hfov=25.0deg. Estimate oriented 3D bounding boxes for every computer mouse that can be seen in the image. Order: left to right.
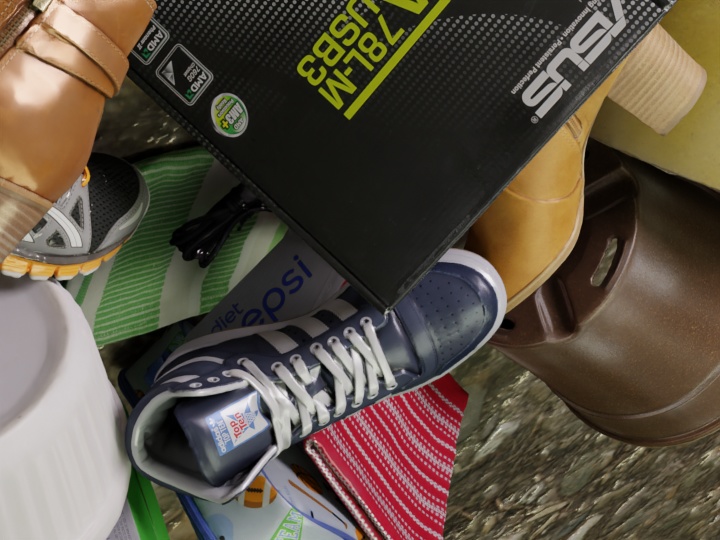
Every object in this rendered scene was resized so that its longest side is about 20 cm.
[{"bbox_3d":[-0.019,-0.023,0.966,0.110,0.044,0.200,-48,145,9],"label":"computer mouse"}]

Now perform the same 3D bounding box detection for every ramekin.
[{"bbox_3d":[-0.213,0.070,0.785,0.202,0.202,0.094,-22,138,-23],"label":"ramekin"}]

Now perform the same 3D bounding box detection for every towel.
[{"bbox_3d":[-0.085,-0.021,0.958,0.200,0.023,0.153,-14,145,-34],"label":"towel"},{"bbox_3d":[0.021,0.094,1.037,0.022,0.200,0.145,-24,116,23],"label":"towel"}]

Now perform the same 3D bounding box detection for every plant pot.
[{"bbox_3d":[0.163,0.002,1.105,0.200,0.200,0.198,-44,142,16],"label":"plant pot"},{"bbox_3d":[0.246,-0.126,1.010,0.200,0.200,0.142,5,109,-50],"label":"plant pot"}]

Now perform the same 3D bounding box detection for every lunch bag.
[{"bbox_3d":[-0.070,0.122,1.010,0.076,0.200,0.160,-44,138,7],"label":"lunch bag"}]

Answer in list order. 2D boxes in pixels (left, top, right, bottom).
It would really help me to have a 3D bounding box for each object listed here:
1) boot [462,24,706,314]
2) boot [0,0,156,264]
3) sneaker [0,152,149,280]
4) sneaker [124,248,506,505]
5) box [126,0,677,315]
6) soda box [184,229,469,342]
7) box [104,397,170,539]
[{"bbox_3d":[0.060,-0.072,0.814,0.144,0.071,0.201,32,114,-21],"label":"boot"},{"bbox_3d":[-0.193,-0.101,0.659,0.200,0.074,0.155,36,81,-28],"label":"boot"},{"bbox_3d":[-0.175,-0.047,0.766,0.200,0.078,0.077,0,127,-49],"label":"sneaker"},{"bbox_3d":[-0.025,0.054,0.806,0.200,0.070,0.109,-20,-168,18],"label":"sneaker"},{"bbox_3d":[0.008,-0.114,0.739,0.200,0.193,0.048,-47,176,23],"label":"box"},{"bbox_3d":[0.000,0.000,0.912,0.200,0.068,0.063,-44,145,7],"label":"soda box"},{"bbox_3d":[-0.199,0.149,0.872,0.176,0.200,0.097,-26,134,-3],"label":"box"}]
